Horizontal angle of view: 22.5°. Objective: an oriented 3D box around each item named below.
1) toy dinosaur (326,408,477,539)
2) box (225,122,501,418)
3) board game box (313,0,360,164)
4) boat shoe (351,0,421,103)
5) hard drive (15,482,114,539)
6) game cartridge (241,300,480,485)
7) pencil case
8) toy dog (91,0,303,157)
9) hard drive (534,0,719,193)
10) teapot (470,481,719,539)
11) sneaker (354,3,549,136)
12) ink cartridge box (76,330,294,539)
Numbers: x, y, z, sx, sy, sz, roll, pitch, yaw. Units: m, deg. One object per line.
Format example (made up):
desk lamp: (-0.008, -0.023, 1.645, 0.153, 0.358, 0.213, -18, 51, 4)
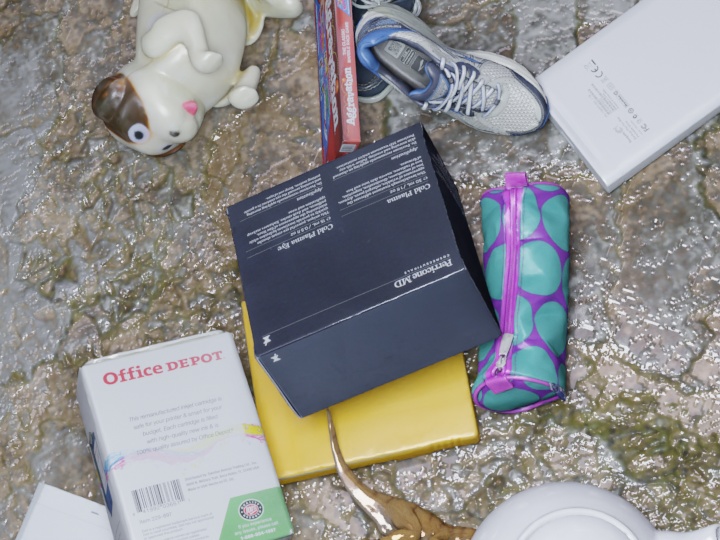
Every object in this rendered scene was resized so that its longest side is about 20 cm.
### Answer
toy dinosaur: (0.030, 0.222, 1.601, 0.199, 0.061, 0.107, 28, 64, 7)
box: (0.000, 0.000, 1.595, 0.198, 0.104, 0.183, -22, 47, 10)
board game box: (-0.023, -0.194, 1.725, 0.019, 0.103, 0.202, 1, 69, -13)
boat shoe: (0.027, -0.263, 1.759, 0.074, 0.062, 0.202, 19, 77, 11)
hard drive: (-0.270, 0.308, 1.637, 0.131, 0.026, 0.202, 17, 75, 17)
game cartridge: (-0.002, 0.093, 1.662, 0.198, 0.032, 0.178, -12, 69, 5)
pencil case: (0.145, 0.022, 1.620, 0.084, 0.092, 0.202, -5, 68, 22)
toy dog: (-0.180, -0.209, 1.748, 0.192, 0.140, 0.202, 15, 74, 30)
hard drive: (0.273, -0.182, 1.698, 0.199, 0.026, 0.132, -35, 68, -2)
teapot: (0.170, 0.261, 1.486, 0.196, 0.146, 0.201, 28, 76, 7)
sneaker: (0.080, -0.172, 1.679, 0.198, 0.085, 0.078, 24, 114, 1)
ink cartridge box: (-0.159, 0.170, 1.613, 0.144, 0.088, 0.202, -12, 69, -18)
